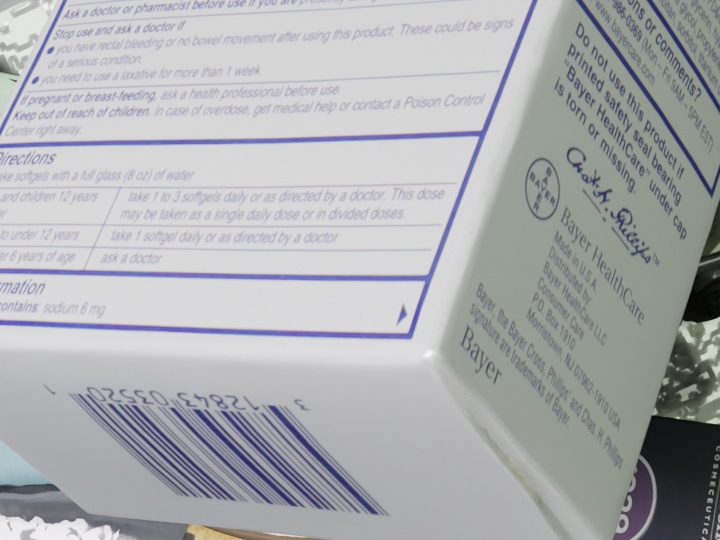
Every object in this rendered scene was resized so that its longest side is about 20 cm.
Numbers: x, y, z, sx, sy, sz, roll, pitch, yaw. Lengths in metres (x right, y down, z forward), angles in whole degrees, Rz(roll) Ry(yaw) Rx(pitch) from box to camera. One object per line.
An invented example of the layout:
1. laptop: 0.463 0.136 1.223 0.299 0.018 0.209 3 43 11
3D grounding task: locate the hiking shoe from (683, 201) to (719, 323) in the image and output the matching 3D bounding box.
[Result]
1. hiking shoe: 0.138 -0.054 0.838 0.200 0.076 0.101 -28 77 -10

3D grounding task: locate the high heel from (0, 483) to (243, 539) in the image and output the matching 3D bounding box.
1. high heel: -0.055 0.162 0.801 0.142 0.071 0.201 -3 98 13

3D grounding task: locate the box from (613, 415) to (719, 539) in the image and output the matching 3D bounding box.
1. box: 0.083 0.145 0.777 0.079 0.141 0.201 13 84 -42

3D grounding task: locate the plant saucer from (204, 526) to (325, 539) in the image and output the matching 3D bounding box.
1. plant saucer: 0.000 0.000 0.787 0.199 0.029 0.201 -6 59 9

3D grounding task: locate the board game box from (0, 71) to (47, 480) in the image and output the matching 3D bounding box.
1. board game box: -0.099 0.005 0.854 0.199 0.029 0.135 9 85 2

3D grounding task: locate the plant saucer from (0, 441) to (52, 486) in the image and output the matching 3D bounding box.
1. plant saucer: -0.083 0.071 0.824 0.070 0.019 0.200 -43 98 16

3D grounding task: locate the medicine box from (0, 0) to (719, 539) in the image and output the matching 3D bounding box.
1. medicine box: 0.000 -0.035 0.700 0.182 0.103 0.200 1 57 36
